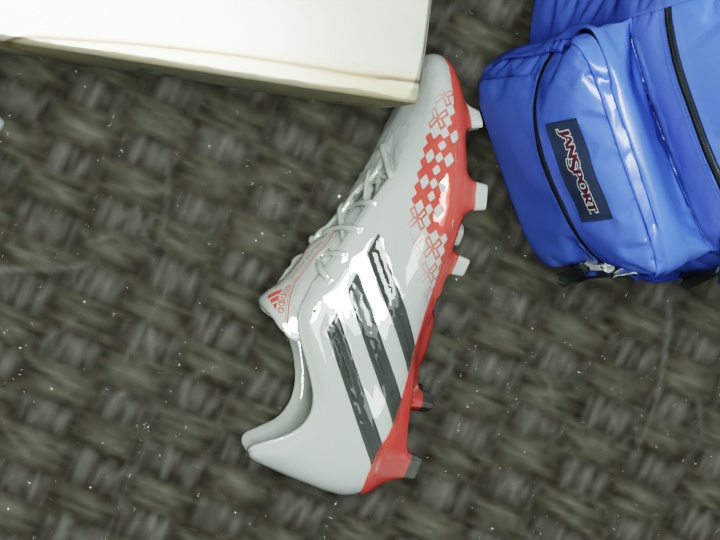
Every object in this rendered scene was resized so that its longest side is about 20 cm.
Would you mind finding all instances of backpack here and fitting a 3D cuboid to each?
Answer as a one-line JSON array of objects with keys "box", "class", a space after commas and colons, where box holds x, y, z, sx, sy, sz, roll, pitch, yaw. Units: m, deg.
[{"box": [0.157, -0.066, 0.839, 0.167, 0.200, 0.164, -30, 100, -20], "class": "backpack"}]

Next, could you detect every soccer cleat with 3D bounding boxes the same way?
[{"box": [0.000, 0.000, 0.891, 0.084, 0.069, 0.202, 11, 95, -16], "class": "soccer cleat"}]

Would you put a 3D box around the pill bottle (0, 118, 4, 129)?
[{"box": [-0.248, -0.089, 0.814, 0.199, 0.112, 0.113, 38, 85, -11], "class": "pill bottle"}]

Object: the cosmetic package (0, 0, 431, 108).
[{"box": [-0.075, -0.119, 0.852, 0.198, 0.104, 0.074, 7, 92, -10], "class": "cosmetic package"}]
